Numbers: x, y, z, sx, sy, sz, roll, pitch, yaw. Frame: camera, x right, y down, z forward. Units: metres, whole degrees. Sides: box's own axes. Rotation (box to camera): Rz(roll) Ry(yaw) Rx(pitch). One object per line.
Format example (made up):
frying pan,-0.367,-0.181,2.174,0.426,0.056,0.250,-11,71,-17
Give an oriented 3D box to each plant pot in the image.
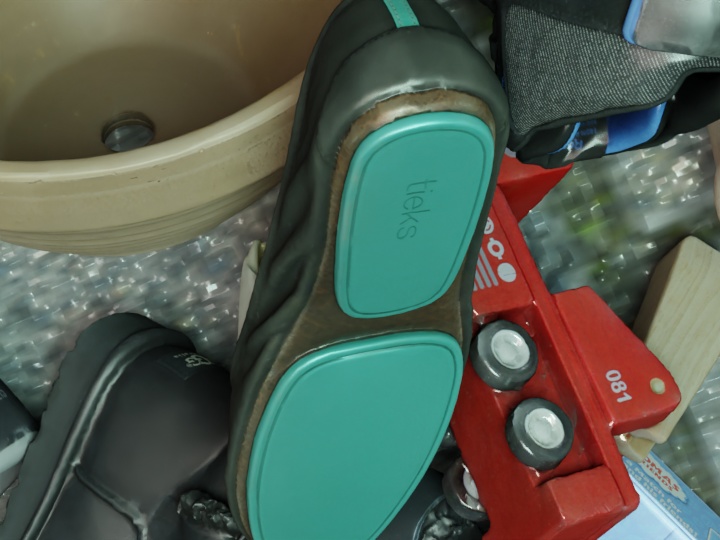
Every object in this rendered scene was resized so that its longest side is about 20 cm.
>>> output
plant pot,-0.077,-0.072,0.804,0.200,0.202,0.093,10,141,16

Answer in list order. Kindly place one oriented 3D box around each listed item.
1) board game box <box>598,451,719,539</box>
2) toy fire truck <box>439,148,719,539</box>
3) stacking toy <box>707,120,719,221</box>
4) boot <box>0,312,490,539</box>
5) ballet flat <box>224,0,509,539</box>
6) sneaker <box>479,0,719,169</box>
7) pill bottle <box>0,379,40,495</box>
board game box,0.066,0.167,0.860,0.151,0.037,0.200,44,112,5
toy fire truck,0.085,0.029,0.789,0.049,0.140,0.201,-47,61,52
stacking toy,0.192,-0.083,0.732,0.199,0.146,0.147,-8,99,4
boot,-0.050,0.132,0.845,0.168,0.076,0.201,29,104,35
ballet flat,0.000,0.000,0.721,0.068,0.069,0.201,-3,139,-19
sneaker,0.038,-0.087,0.701,0.200,0.073,0.113,18,107,59
pill bottle,-0.210,0.017,0.885,0.106,0.106,0.200,-43,86,21
